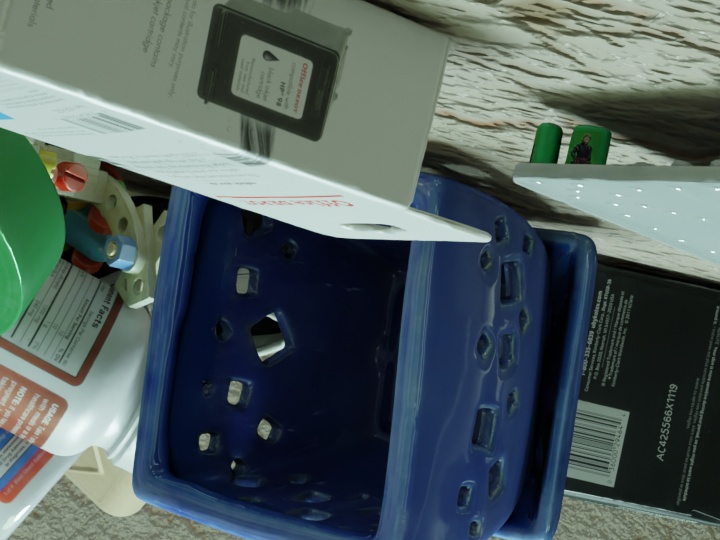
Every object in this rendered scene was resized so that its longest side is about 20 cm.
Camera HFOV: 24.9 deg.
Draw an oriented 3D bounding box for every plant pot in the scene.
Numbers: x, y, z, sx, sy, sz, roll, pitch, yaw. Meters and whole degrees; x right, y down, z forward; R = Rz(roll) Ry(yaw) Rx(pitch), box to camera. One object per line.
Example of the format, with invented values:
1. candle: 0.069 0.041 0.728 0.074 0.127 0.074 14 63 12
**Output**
1. plant pot: 0.013 0.050 0.904 0.200 0.201 0.180 7 179 43

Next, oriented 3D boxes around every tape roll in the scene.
1. tape roll: -0.252 -0.046 0.852 0.200 0.048 0.201 18 144 14

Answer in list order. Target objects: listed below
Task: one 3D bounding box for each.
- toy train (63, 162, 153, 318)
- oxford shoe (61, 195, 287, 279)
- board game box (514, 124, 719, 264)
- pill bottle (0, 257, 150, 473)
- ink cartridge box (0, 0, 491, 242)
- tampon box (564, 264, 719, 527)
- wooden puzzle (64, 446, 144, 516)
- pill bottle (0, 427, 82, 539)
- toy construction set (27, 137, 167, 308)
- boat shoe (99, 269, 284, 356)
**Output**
1. toy train: -0.222 -0.031 1.153 0.200 0.056 0.150 10 137 32
2. oxford shoe: -0.133 -0.029 1.211 0.200 0.073 0.084 4 -159 18
3. board game box: 0.196 -0.019 0.635 0.200 0.026 0.200 18 173 -38
4. pill bottle: -0.206 0.047 1.030 0.200 0.112 0.112 30 171 -11
5. ink cartridge box: -0.053 -0.068 0.583 0.200 0.067 0.116 18 172 -33
6. tampon box: 0.187 0.087 1.105 0.126 0.150 0.200 12 174 1
7. wooden puzzle: -0.212 0.078 1.177 0.200 0.046 0.185 39 144 0
8. pill bottle: -0.284 0.081 1.109 0.200 0.112 0.112 42 172 -3
9. toy construction set: -0.188 -0.052 0.974 0.131 0.092 0.200 7 161 44
10. boat shoe: -0.131 0.042 1.160 0.200 0.072 0.066 -4 -152 17
